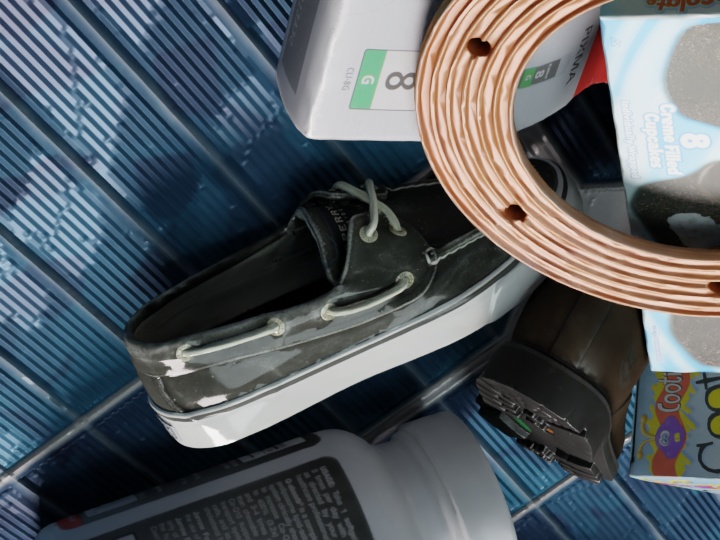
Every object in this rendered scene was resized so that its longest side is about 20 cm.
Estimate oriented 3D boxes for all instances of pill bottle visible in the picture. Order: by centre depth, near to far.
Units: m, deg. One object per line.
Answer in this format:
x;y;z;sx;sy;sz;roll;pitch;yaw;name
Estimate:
-0.036;0.139;0.829;0.200;0.116;0.116;-18;137;-14;pill bottle

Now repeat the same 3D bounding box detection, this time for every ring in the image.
0.118;-0.053;0.629;0.200;0.019;0.200;9;142;7;ring

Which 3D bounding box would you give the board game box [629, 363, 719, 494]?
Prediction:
0.227;0.059;0.868;0.200;0.103;0.105;15;77;-47;board game box

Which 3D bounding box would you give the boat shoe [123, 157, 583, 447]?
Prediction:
0.000;0.000;0.748;0.200;0.071;0.064;-30;129;-10;boat shoe

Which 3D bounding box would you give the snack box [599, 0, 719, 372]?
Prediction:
0.158;-0.034;0.685;0.116;0.037;0.200;0;140;16;snack box

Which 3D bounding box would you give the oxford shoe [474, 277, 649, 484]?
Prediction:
0.099;0.044;0.820;0.084;0.073;0.200;-59;173;-10;oxford shoe

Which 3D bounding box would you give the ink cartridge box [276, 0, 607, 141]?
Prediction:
0.083;-0.119;0.648;0.200;0.050;0.161;1;130;-20;ink cartridge box
